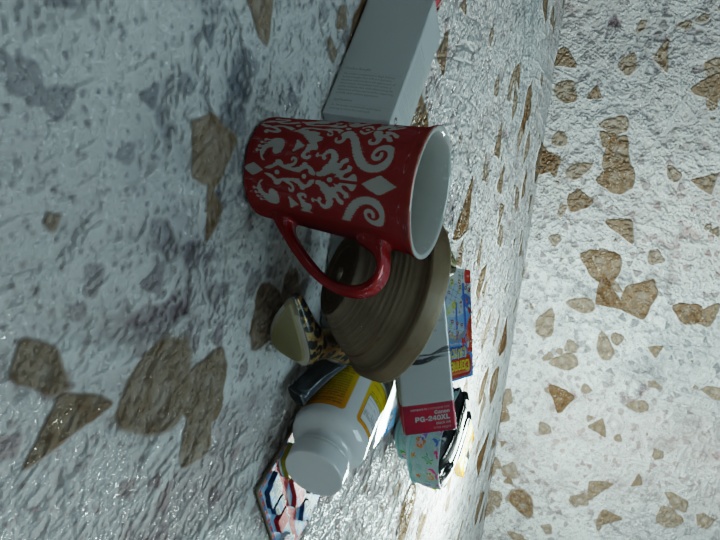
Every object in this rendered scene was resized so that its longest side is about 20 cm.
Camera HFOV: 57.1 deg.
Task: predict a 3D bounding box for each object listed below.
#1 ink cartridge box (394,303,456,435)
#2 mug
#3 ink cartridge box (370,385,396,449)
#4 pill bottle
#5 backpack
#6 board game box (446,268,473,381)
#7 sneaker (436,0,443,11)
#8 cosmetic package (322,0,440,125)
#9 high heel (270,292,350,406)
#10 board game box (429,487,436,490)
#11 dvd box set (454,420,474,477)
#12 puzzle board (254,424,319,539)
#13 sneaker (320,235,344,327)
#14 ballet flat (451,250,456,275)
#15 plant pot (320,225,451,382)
[{"bbox_3d":[0.087,0.117,0.987,0.145,0.081,0.206,-93,177,-78],"label":"ink cartridge box"},{"bbox_3d":[-0.023,-0.082,0.689,0.135,0.195,0.179,80,31,-44],"label":"mug"},{"bbox_3d":[0.022,0.180,1.121,0.116,0.066,0.206,-20,119,-67],"label":"ink cartridge box"},{"bbox_3d":[-0.029,0.204,0.921,0.201,0.108,0.113,-60,153,-50],"label":"pill bottle"},{"bbox_3d":[0.155,0.364,1.446,0.180,0.147,0.202,77,25,-43],"label":"backpack"},{"bbox_3d":[0.140,0.096,1.177,0.199,0.055,0.202,3,85,-60],"label":"board game box"},{"bbox_3d":[0.083,-0.382,0.962,0.074,0.085,0.204,-50,145,-48],"label":"sneaker"},{"bbox_3d":[0.032,-0.263,0.878,0.074,0.099,0.204,61,46,-60],"label":"cosmetic package"},{"bbox_3d":[-0.044,0.067,0.845,0.142,0.071,0.203,-42,148,-32],"label":"high heel"},{"bbox_3d":[0.186,0.481,1.727,0.202,0.047,0.103,75,33,-49],"label":"board game box"},{"bbox_3d":[0.347,0.595,2.224,0.202,0.029,0.149,70,37,-55],"label":"dvd box set"},{"bbox_3d":[-0.094,0.317,0.965,0.152,0.017,0.203,-57,151,-44],"label":"puzzle board"},{"bbox_3d":[0.000,0.000,0.979,0.115,0.072,0.205,-21,130,-67],"label":"sneaker"},{"bbox_3d":[0.106,-0.074,1.096,0.201,0.046,0.068,51,19,-17],"label":"ballet flat"},{"bbox_3d":[0.014,0.019,0.774,0.202,0.091,0.204,-51,-154,38],"label":"plant pot"}]
